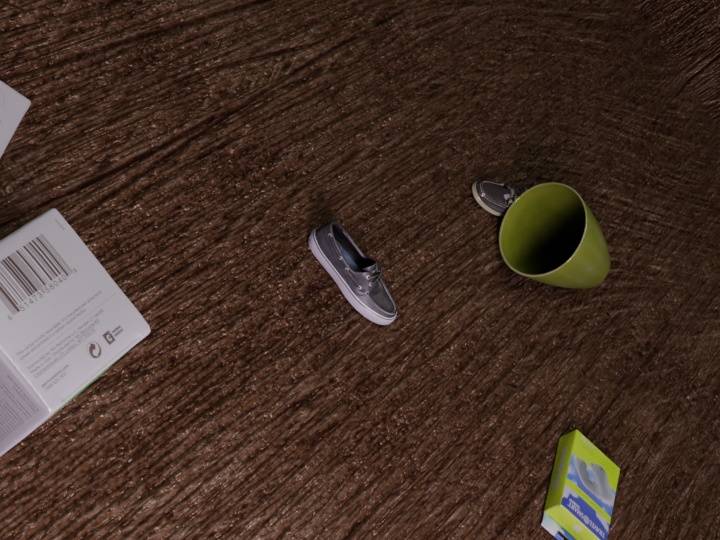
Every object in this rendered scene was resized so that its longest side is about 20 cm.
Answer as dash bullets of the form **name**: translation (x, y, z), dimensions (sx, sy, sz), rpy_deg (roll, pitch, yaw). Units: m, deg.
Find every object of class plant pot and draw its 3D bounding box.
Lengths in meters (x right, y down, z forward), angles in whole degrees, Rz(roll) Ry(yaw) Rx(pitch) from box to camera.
- **plant pot**: translation (0.394, -0.043, 2.384), dimensions (0.199, 0.186, 0.189), rpy_deg (30, 45, -48)

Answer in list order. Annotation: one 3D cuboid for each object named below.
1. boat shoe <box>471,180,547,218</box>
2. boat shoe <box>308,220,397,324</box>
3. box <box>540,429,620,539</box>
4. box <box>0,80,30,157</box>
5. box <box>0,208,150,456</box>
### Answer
- **boat shoe**: translation (0.302, -0.140, 2.421), dimensions (0.198, 0.065, 0.074), rpy_deg (15, 56, -36)
- **boat shoe**: translation (0.000, 0.000, 2.033), dimensions (0.201, 0.066, 0.070), rpy_deg (51, 41, -5)
- **box**: translation (0.385, 0.392, 2.170), dimensions (0.122, 0.048, 0.201), rpy_deg (41, 42, -16)
- **box**: translation (-0.552, -0.197, 1.591), dimensions (0.199, 0.106, 0.153), rpy_deg (35, 44, -22)
- **box**: translation (-0.409, 0.077, 1.503), dimensions (0.201, 0.171, 0.199), rpy_deg (52, 41, -5)
